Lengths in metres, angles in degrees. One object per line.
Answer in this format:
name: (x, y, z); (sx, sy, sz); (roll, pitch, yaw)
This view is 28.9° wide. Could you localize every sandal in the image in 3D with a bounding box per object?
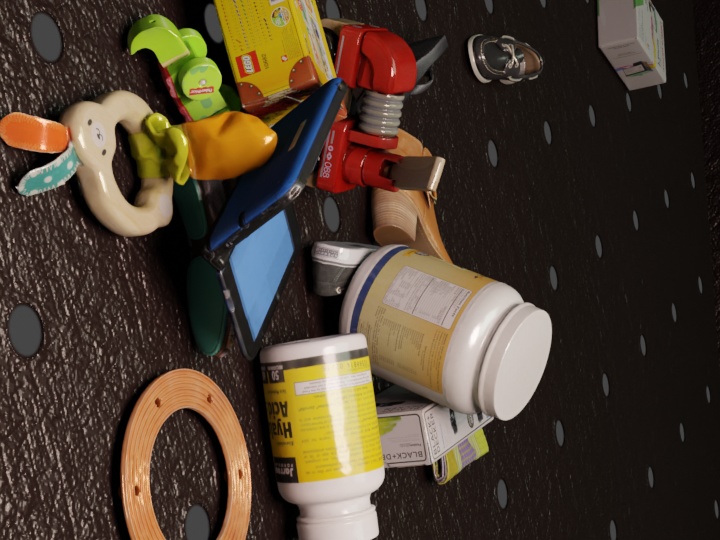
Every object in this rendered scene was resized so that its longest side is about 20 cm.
sandal: (0.051, -0.232, 1.734); (0.201, 0.075, 0.043); (-53, 127, -42)

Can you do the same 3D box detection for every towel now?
towel: (0.120, 0.184, 1.777); (0.200, 0.022, 0.146); (-8, 89, -69)

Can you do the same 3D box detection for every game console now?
game console: (-0.059, -0.049, 1.265); (0.118, 0.170, 0.201); (44, 34, -19)

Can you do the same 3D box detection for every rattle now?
rattle: (-0.181, -0.098, 1.158); (0.200, 0.141, 0.132); (30, 72, -64)

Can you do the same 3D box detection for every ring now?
ring: (-0.156, 0.189, 1.246); (0.200, 0.019, 0.203); (30, 56, -59)

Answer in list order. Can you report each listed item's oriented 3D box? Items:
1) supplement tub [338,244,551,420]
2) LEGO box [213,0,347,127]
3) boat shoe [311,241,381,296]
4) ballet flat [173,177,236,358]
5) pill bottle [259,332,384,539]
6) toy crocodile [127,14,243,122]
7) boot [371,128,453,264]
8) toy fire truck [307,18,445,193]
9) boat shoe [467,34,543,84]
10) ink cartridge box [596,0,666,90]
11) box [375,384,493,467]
supplement tub: (0.091, 0.067, 1.498); (0.144, 0.198, 0.146); (-38, 139, -43)
LEGO box: (-0.088, -0.248, 1.371); (0.149, 0.076, 0.203); (32, 41, -76)
boat shoe: (0.000, 0.000, 1.575); (0.199, 0.068, 0.057); (2, 98, -61)
ballet flat: (-0.129, -0.023, 1.298); (0.072, 0.071, 0.203); (-10, 90, -63)
pill bottle: (-0.034, 0.169, 1.392); (0.111, 0.110, 0.203); (-6, 87, -63)
toy crocodile: (-0.151, -0.162, 1.319); (0.068, 0.061, 0.201); (61, 2, 42)
boot: (0.077, -0.068, 1.734); (0.200, 0.073, 0.156); (54, 33, -47)
toy fire truck: (0.019, -0.158, 1.459); (0.128, 0.198, 0.179); (-20, 125, -64)
boat shoe: (0.219, -0.317, 2.101); (0.199, 0.060, 0.075); (5, 78, -63)
ink cartridge box: (0.535, -0.467, 2.752); (0.200, 0.083, 0.147); (35, 52, -56)
box: (0.063, 0.168, 1.583); (0.199, 0.115, 0.061); (-20, 101, -62)
